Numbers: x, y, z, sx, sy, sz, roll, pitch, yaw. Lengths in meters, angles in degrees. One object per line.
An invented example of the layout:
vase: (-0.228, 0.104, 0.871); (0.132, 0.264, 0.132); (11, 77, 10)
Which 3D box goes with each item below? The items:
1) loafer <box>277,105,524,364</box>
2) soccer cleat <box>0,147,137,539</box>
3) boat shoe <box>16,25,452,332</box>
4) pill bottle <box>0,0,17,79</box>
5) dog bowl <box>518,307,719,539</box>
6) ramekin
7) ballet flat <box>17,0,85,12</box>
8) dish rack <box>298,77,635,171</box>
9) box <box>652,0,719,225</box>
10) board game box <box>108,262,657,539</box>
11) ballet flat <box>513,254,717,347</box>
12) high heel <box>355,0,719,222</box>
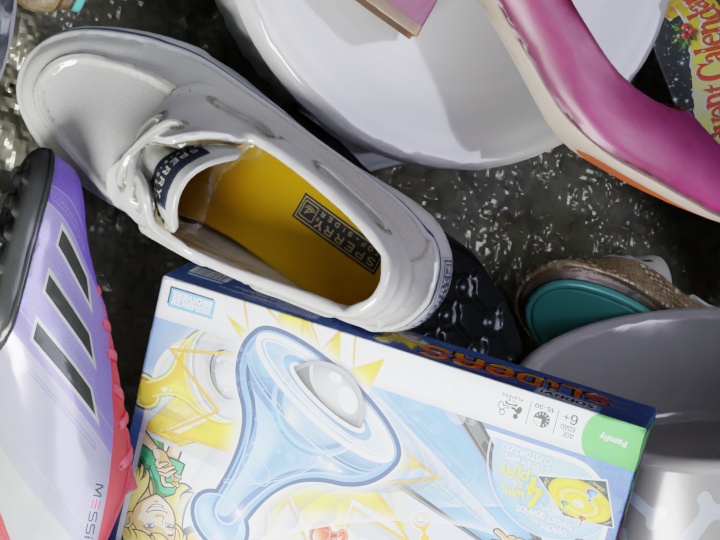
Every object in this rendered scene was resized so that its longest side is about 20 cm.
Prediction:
loafer: (0.000, 0.000, 0.912); (0.201, 0.070, 0.068); (45, 68, -32)
soccer cleat: (-0.119, 0.055, 0.819); (0.073, 0.068, 0.202); (7, 88, -15)
boat shoe: (-0.060, -0.037, 0.802); (0.071, 0.199, 0.070); (-60, 161, 10)
pill bottle: (-0.228, -0.103, 0.729); (0.199, 0.106, 0.107); (2, 88, -36)
dog bowl: (0.151, 0.072, 0.901); (0.199, 0.199, 0.059); (-18, 115, -34)
ramekin: (0.025, -0.144, 0.869); (0.201, 0.094, 0.204); (-1, 93, -21)
ballet flat: (-0.111, -0.203, 0.851); (0.072, 0.068, 0.201); (24, 78, -13)
dish rack: (0.052, -0.143, 0.971); (0.199, 0.043, 0.173); (-14, 98, -34)
box: (0.223, -0.080, 1.006); (0.136, 0.038, 0.201); (-21, 114, 10)
board game box: (0.003, 0.091, 0.829); (0.034, 0.198, 0.137); (-32, 137, -72)
ballet flat: (0.148, 0.033, 1.033); (0.200, 0.070, 0.066); (35, 42, -33)
high heel: (0.092, -0.099, 0.807); (0.199, 0.067, 0.097); (33, 91, -16)
